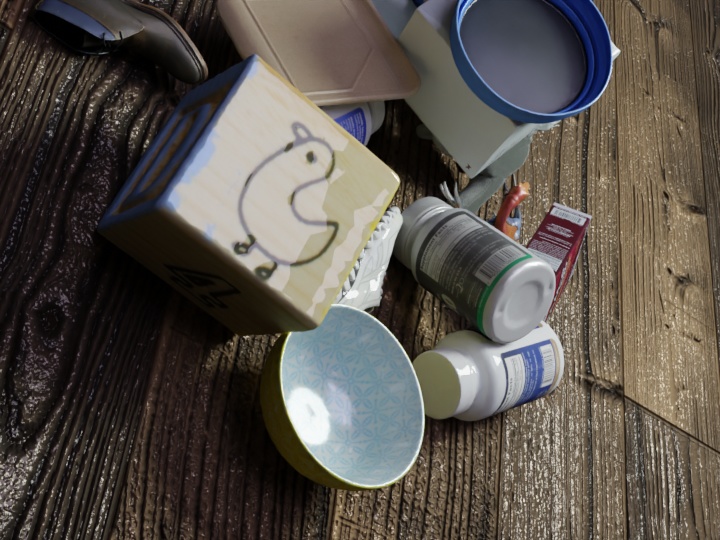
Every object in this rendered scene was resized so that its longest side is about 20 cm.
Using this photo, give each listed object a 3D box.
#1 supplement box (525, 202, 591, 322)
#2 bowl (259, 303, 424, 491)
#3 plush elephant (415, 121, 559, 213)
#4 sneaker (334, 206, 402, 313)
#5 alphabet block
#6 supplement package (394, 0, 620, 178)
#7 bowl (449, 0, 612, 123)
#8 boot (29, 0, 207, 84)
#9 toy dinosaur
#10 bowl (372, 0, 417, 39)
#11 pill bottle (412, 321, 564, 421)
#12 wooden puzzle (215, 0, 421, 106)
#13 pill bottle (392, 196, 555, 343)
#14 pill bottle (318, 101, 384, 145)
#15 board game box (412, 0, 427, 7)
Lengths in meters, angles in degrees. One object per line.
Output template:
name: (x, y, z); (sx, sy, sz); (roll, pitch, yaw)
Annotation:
supplement box: (0.250, 0.003, 1.567); (0.061, 0.109, 0.200); (22, 38, 15)
bowl: (-0.039, 0.145, 1.222); (0.200, 0.107, 0.201); (22, 56, -36)
plush elephant: (0.151, -0.197, 1.582); (0.200, 0.155, 0.165); (-34, 136, -12)
sneaker: (0.000, 0.000, 1.381); (0.081, 0.075, 0.200); (52, 49, -20)
alphabet block: (-0.116, -0.067, 1.172); (0.200, 0.196, 0.196); (37, 70, -22)
supplement package: (0.171, -0.264, 1.434); (0.200, 0.147, 0.191); (-38, 86, -26)
bowl: (0.197, -0.263, 1.338); (0.200, 0.039, 0.202); (6, 70, -17)
boot: (-0.268, -0.255, 1.273); (0.200, 0.075, 0.097); (39, 57, -11)
toy dinosaur: (0.194, -0.053, 1.492); (0.201, 0.105, 0.181); (59, -3, -6)
bowl: (-0.001, -0.302, 1.531); (0.200, 0.090, 0.202); (22, 54, -33)
pill bottle: (0.154, 0.123, 1.420); (0.199, 0.111, 0.111); (-10, 74, -46)
wooden puzzle: (-0.051, -0.262, 1.363); (0.199, 0.037, 0.185); (-14, 60, -30)
pill bottle: (0.133, -0.006, 1.409); (0.113, 0.114, 0.200); (3, 26, -43)
pill bottle: (-0.056, -0.171, 1.386); (0.112, 0.112, 0.200); (57, 42, -2)
board game box: (0.127, -0.346, 1.624); (0.158, 0.039, 0.200); (44, 2, -22)
